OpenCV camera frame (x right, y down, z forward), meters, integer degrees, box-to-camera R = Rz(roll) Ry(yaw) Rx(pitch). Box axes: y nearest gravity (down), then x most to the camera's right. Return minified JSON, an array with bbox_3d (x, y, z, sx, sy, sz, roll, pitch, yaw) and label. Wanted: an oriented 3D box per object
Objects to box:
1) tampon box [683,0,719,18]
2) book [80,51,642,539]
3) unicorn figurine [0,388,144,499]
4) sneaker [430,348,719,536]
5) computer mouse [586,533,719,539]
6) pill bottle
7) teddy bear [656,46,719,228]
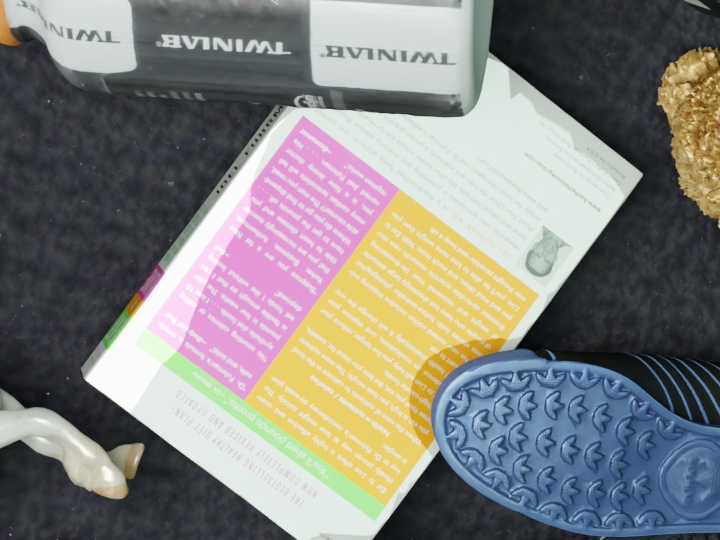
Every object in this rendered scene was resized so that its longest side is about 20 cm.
[{"bbox_3d":[0.146,-0.215,1.110,0.150,0.126,0.200,34,92,-13],"label":"tampon box"},{"bbox_3d":[0.000,0.000,1.168,0.133,0.048,0.200,38,91,-12],"label":"book"},{"bbox_3d":[-0.157,0.070,1.137,0.137,0.074,0.201,21,102,-1],"label":"unicorn figurine"},{"bbox_3d":[0.118,0.068,1.178,0.199,0.078,0.070,11,99,-14],"label":"sneaker"},{"bbox_3d":[0.076,0.113,1.175,0.199,0.059,0.034,2,93,-27],"label":"computer mouse"},{"bbox_3d":[-0.052,-0.115,1.097,0.199,0.106,0.107,4,100,7],"label":"pill bottle"},{"bbox_3d":[0.223,-0.077,1.177,0.199,0.067,0.146,-3,98,-9],"label":"teddy bear"}]
